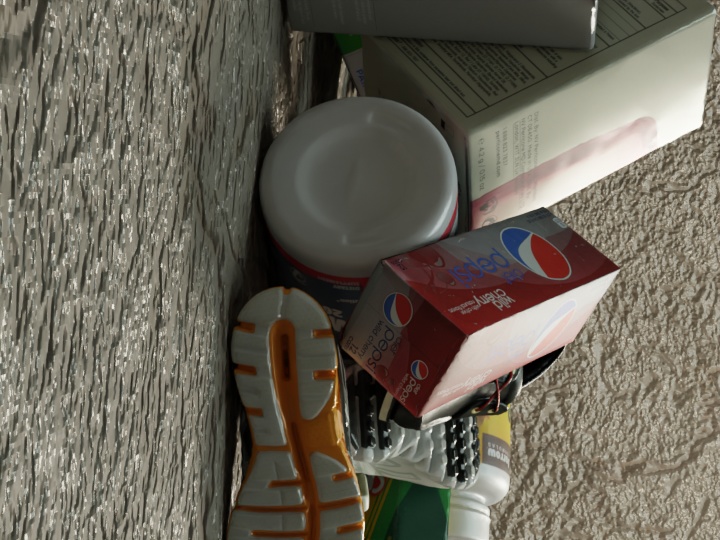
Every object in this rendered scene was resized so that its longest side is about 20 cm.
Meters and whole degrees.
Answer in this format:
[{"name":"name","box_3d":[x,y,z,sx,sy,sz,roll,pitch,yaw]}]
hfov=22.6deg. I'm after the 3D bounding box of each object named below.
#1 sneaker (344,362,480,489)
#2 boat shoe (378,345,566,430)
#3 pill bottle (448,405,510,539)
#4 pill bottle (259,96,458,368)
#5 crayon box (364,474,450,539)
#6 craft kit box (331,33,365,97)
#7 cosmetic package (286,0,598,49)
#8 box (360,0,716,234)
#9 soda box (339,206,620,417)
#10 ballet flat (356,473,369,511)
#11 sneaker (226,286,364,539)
[{"name":"sneaker","box_3d":[0.014,0.105,1.190,0.200,0.081,0.076,24,60,-53]},{"name":"boat shoe","box_3d":[0.076,0.057,1.151,0.201,0.063,0.074,-27,145,-58]},{"name":"pill bottle","box_3d":[0.063,0.116,1.402,0.109,0.108,0.202,79,13,-69]},{"name":"pill bottle","box_3d":[0.004,-0.009,1.140,0.200,0.119,0.120,82,12,-62]},{"name":"crayon box","box_3d":[0.011,0.130,1.310,0.127,0.051,0.201,-29,-135,45]},{"name":"craft kit box","box_3d":[0.034,-0.104,1.389,0.199,0.048,0.200,64,2,7]},{"name":"cosmetic package","box_3d":[0.052,-0.204,1.112,0.107,0.198,0.091,86,9,-57]},{"name":"box","box_3d":[0.116,-0.127,1.188,0.128,0.199,0.109,49,-23,36]},{"name":"soda box","box_3d":[0.074,0.020,1.065,0.200,0.070,0.064,-19,145,-55]},{"name":"ballet flat","box_3d":[-0.028,0.155,1.182,0.200,0.069,0.070,-70,162,-71]},{"name":"sneaker","box_3d":[-0.035,0.105,1.033,0.077,0.078,0.202,-84,175,-82]}]
